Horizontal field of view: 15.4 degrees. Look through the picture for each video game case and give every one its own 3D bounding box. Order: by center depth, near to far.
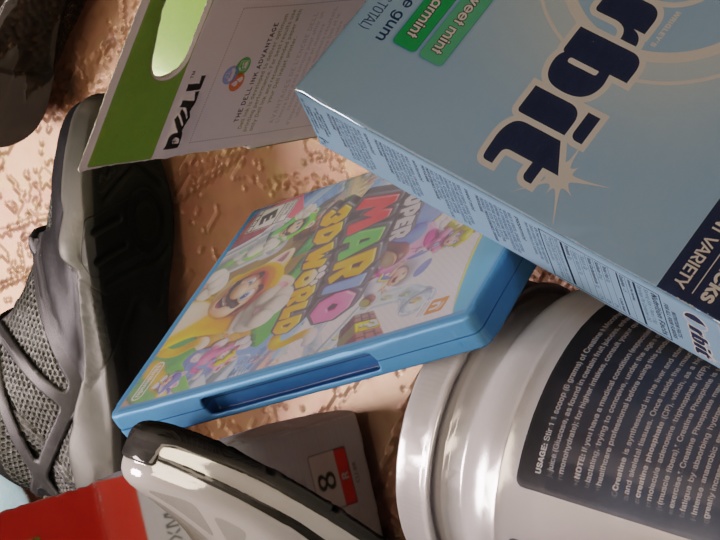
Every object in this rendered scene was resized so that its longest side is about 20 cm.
[{"bbox_3d":[0.000,0.000,1.091,0.200,0.143,0.018,-17,119,40],"label":"video game case"}]

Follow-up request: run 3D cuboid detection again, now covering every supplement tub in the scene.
[{"bbox_3d":[0.129,0.084,1.011,0.200,0.140,0.141,16,107,33],"label":"supplement tub"}]

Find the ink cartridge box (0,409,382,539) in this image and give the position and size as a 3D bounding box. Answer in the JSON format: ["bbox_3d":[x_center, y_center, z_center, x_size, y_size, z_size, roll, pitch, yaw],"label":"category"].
[{"bbox_3d":[-0.059,0.155,1.123,0.050,0.200,0.163,-12,91,37],"label":"ink cartridge box"}]

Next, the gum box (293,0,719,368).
[{"bbox_3d":[0.104,-0.079,1.001,0.200,0.045,0.170,31,74,28],"label":"gum box"}]

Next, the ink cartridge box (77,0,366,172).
[{"bbox_3d":[-0.046,-0.128,1.066,0.076,0.200,0.148,37,117,26],"label":"ink cartridge box"}]

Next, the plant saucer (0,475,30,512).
[{"bbox_3d":[-0.232,0.181,1.289,0.201,0.201,0.039,-10,129,37],"label":"plant saucer"}]

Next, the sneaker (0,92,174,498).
[{"bbox_3d":[-0.144,0.016,1.239,0.114,0.076,0.200,7,107,29],"label":"sneaker"}]

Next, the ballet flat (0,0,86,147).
[{"bbox_3d":[-0.142,-0.146,1.227,0.200,0.067,0.046,-62,33,30],"label":"ballet flat"}]

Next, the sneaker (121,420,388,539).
[{"bbox_3d":[-0.031,0.150,1.075,0.115,0.200,0.076,-58,18,-6],"label":"sneaker"}]
